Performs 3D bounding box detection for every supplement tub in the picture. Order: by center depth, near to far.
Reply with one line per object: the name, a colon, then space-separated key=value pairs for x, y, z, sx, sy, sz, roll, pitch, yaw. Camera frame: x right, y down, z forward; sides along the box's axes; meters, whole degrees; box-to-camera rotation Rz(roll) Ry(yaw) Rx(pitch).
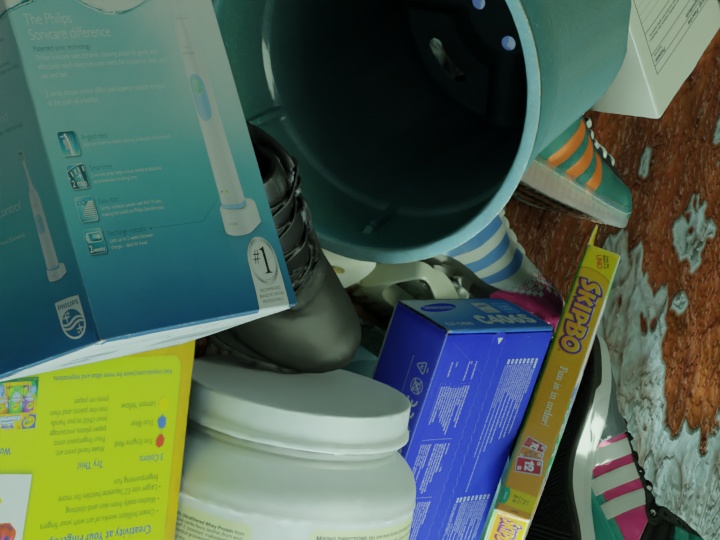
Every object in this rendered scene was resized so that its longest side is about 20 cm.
supplement tub: x=-0.050 y=0.156 z=1.316 sx=0.145 sy=0.145 sz=0.200 roll=-4 pitch=107 yaw=-55

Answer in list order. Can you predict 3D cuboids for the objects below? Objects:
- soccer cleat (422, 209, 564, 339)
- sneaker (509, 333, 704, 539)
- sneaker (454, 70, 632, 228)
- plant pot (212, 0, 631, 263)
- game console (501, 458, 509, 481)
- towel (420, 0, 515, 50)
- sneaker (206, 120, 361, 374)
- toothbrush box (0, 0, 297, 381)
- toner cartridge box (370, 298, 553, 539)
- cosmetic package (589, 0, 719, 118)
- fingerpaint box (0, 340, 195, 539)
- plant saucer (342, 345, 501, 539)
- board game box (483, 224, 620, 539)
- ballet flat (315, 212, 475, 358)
soccer cleat: x=0.075 y=-0.013 z=1.533 sx=0.200 sy=0.070 sz=0.087 roll=29 pitch=63 yaw=-58
sneaker: x=0.162 y=0.142 z=1.568 sx=0.121 sy=0.084 sz=0.200 roll=28 pitch=56 yaw=-35
sneaker: x=0.121 y=-0.083 z=1.577 sx=0.200 sy=0.071 sz=0.080 roll=24 pitch=83 yaw=-54
plant pot: x=0.046 y=-0.128 z=1.367 sx=0.196 sy=0.200 sz=0.201 roll=-32 pitch=124 yaw=-57
game console: x=0.138 y=0.152 z=1.625 sx=0.200 sy=0.116 sz=0.176 roll=-5 pitch=103 yaw=-55
towel: x=0.099 y=-0.237 z=1.548 sx=0.147 sy=0.024 sz=0.200 roll=27 pitch=76 yaw=-54
sneaker: x=-0.059 y=-0.022 z=1.272 sx=0.200 sy=0.091 sz=0.076 roll=48 pitch=53 yaw=-26
toothbrush box: x=-0.127 y=-0.061 z=1.152 sx=0.146 sy=0.085 sz=0.200 roll=-12 pitch=85 yaw=-54
toner cartridge box: x=0.035 y=0.115 z=1.402 sx=0.095 sy=0.043 sz=0.200 roll=0 pitch=114 yaw=-49
cosmetic package: x=0.154 y=-0.203 z=1.550 sx=0.105 sy=0.071 sz=0.200 roll=-53 pitch=138 yaw=-33
fingerpaint box: x=-0.177 y=0.108 z=1.195 sx=0.200 sy=0.073 sz=0.167 roll=-2 pitch=99 yaw=-54
plant saucer: x=0.008 y=0.128 z=1.480 sx=0.200 sy=0.036 sz=0.200 roll=-5 pitch=96 yaw=-48
board game box: x=0.113 y=0.077 z=1.475 sx=0.096 sy=0.030 sz=0.200 roll=99 pitch=9 yaw=-62
ballet flat: x=0.000 y=0.000 z=1.393 sx=0.200 sy=0.074 sz=0.074 roll=30 pitch=74 yaw=-42
